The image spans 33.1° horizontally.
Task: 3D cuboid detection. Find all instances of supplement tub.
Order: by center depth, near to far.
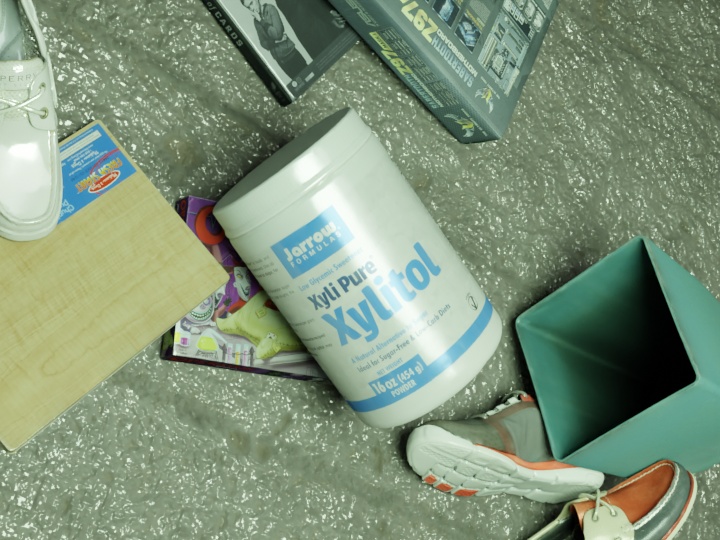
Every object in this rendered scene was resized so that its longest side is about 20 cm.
[{"bbox_3d":[0.000,0.000,0.877,0.132,0.132,0.201,-44,104,-30],"label":"supplement tub"}]

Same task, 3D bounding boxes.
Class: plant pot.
[{"bbox_3d":[0.261,0.093,1.036,0.199,0.141,0.142,24,41,-40],"label":"plant pot"}]

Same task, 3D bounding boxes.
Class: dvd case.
[{"bbox_3d":[-0.072,-0.255,0.969,0.201,0.025,0.150,52,60,-14],"label":"dvd case"}]

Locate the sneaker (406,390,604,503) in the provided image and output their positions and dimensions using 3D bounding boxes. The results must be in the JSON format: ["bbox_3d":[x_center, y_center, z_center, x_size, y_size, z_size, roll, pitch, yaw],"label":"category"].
[{"bbox_3d":[0.116,0.140,1.006,0.199,0.077,0.083,18,55,-36],"label":"sneaker"}]

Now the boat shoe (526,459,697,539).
[{"bbox_3d":[0.186,0.218,0.992,0.199,0.071,0.063,-39,107,2],"label":"boat shoe"}]

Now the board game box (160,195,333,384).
[{"bbox_3d":[-0.053,0.022,0.933,0.198,0.032,0.122,11,72,-31],"label":"board game box"}]

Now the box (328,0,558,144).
[{"bbox_3d":[0.074,-0.229,1.023,0.200,0.051,0.159,40,62,-33],"label":"box"}]

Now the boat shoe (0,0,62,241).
[{"bbox_3d":[-0.238,-0.122,0.804,0.070,0.069,0.202,-11,84,-30],"label":"boat shoe"}]

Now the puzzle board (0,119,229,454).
[{"bbox_3d":[-0.207,0.005,0.824,0.200,0.017,0.151,-40,89,-31],"label":"puzzle board"}]
